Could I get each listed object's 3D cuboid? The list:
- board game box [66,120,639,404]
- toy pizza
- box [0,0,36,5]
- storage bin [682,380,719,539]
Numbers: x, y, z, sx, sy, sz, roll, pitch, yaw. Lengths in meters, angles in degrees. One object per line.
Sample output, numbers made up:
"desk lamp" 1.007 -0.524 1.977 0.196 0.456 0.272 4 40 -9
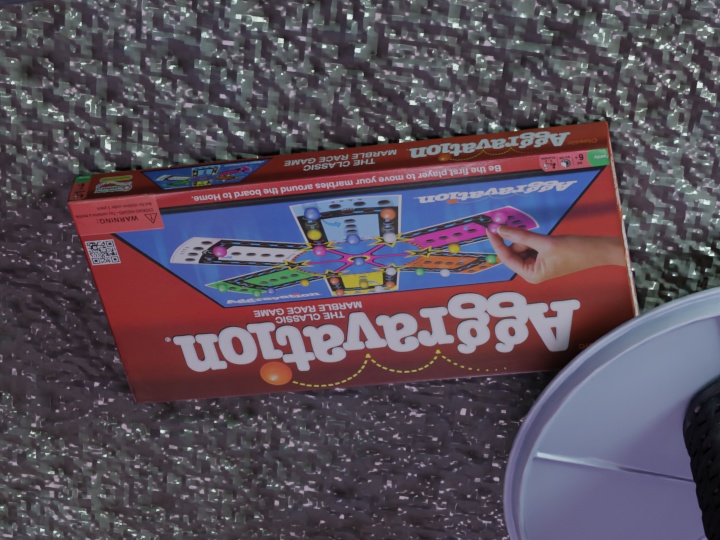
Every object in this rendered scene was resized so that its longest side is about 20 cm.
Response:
"board game box" 0.000 0.000 0.928 0.199 0.019 0.103 -6 130 11
"toy pizza" 0.154 0.076 0.958 0.200 0.032 0.201 -1 128 -2
"box" -0.164 -0.157 0.800 0.199 0.049 0.161 -6 127 12
"storage bin" 0.227 0.104 0.904 0.135 0.094 0.200 -36 123 23
